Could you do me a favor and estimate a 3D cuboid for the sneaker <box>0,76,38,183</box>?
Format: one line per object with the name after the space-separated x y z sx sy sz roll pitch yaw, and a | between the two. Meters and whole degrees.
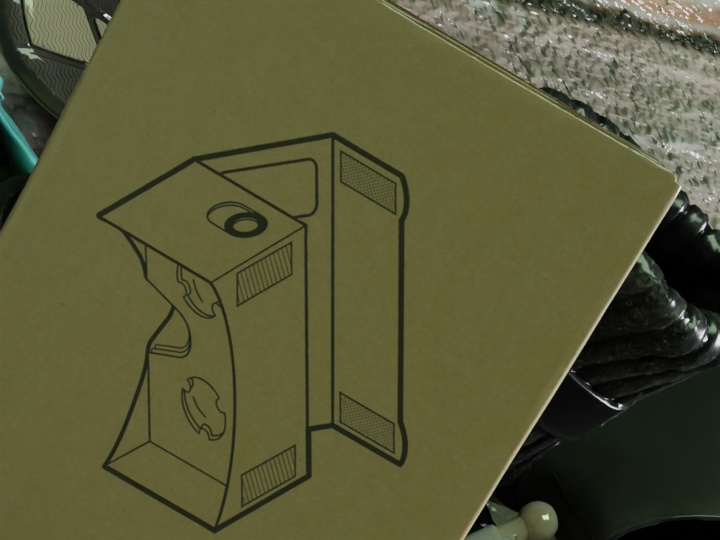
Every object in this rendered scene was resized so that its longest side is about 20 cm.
-0.157 -0.057 0.806 0.200 0.080 0.078 45 34 1 | sneaker

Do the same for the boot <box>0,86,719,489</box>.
0.001 -0.002 0.727 0.210 0.158 0.080 27 43 -27 | boot

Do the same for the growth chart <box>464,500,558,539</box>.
0.026 0.175 0.700 0.144 0.018 0.201 -18 60 -7 | growth chart

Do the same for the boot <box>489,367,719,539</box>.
0.146 0.068 0.818 0.199 0.078 0.138 -15 23 -12 | boot

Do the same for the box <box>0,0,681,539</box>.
-0.028 0.017 0.682 0.163 0.201 0.021 30 12 -3 | box

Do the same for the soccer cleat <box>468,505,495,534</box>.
0.054 0.130 0.809 0.068 0.081 0.201 45 19 -32 | soccer cleat

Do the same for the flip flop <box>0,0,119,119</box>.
-0.087 -0.084 0.931 0.200 0.057 0.082 -4 88 -65 | flip flop
